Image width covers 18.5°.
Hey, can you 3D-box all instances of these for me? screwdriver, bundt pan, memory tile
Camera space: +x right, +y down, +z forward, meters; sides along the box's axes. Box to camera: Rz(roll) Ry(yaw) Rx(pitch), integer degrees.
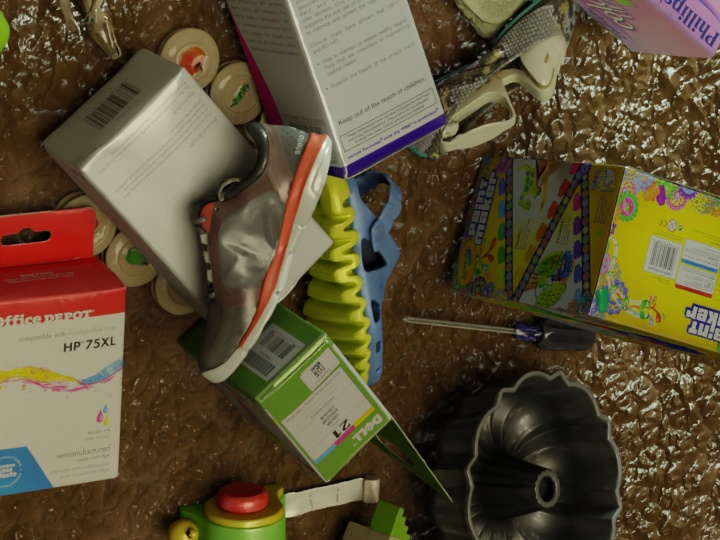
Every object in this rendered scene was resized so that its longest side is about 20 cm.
[{"bbox_3d":[0.116,0.049,1.879,0.200,0.029,0.028,8,101,-28],"label":"screwdriver"},{"bbox_3d":[0.131,0.183,1.873,0.202,0.076,0.202,2,87,-44],"label":"bundt pan"},{"bbox_3d":[-0.134,-0.074,1.701,0.153,0.017,0.200,34,87,-33],"label":"memory tile"}]

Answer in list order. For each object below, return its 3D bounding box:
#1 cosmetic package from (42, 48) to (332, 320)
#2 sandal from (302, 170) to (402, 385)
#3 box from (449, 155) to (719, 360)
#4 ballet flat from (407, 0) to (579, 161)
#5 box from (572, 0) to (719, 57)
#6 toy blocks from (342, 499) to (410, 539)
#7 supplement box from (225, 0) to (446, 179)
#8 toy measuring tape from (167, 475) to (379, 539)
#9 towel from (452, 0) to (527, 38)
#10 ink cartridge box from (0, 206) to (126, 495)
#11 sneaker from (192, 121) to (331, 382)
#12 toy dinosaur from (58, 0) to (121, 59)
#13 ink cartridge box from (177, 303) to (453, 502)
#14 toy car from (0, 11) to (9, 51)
[{"bbox_3d":[-0.127,-0.055,1.655,0.113,0.081,0.200,-44,123,-10],"label":"cosmetic package"},{"bbox_3d":[0.000,0.000,1.768,0.087,0.079,0.200,-22,120,-37],"label":"sandal"},{"bbox_3d":[0.217,-0.009,1.808,0.200,0.193,0.122,16,87,-32],"label":"box"},{"bbox_3d":[0.116,-0.151,1.785,0.200,0.072,0.072,-36,120,-13],"label":"ballet flat"},{"bbox_3d":[0.237,-0.301,1.765,0.176,0.097,0.200,33,78,-38],"label":"box"},{"bbox_3d":[0.027,0.304,1.876,0.137,0.100,0.200,24,83,-46],"label":"toy blocks"},{"bbox_3d":[-0.028,-0.184,1.664,0.103,0.101,0.200,-30,114,-24],"label":"supplement box"},{"bbox_3d":[-0.061,0.203,1.799,0.200,0.074,0.074,-7,109,-27],"label":"toy measuring tape"},{"bbox_3d":[0.092,-0.295,1.748,0.148,0.036,0.200,-51,123,-8],"label":"towel"},{"bbox_3d":[-0.241,0.060,1.642,0.116,0.067,0.200,-7,115,-27],"label":"ink cartridge box"},{"bbox_3d":[-0.089,-0.018,1.613,0.082,0.077,0.200,22,96,-6],"label":"sneaker"},{"bbox_3d":[-0.193,-0.238,1.571,0.058,0.101,0.200,11,118,3],"label":"toy dinosaur"},{"bbox_3d":[-0.033,0.118,1.740,0.076,0.148,0.200,-43,121,-11],"label":"ink cartridge box"},{"bbox_3d":[-0.272,-0.266,1.493,0.200,0.158,0.164,-48,135,-22],"label":"toy car"}]
